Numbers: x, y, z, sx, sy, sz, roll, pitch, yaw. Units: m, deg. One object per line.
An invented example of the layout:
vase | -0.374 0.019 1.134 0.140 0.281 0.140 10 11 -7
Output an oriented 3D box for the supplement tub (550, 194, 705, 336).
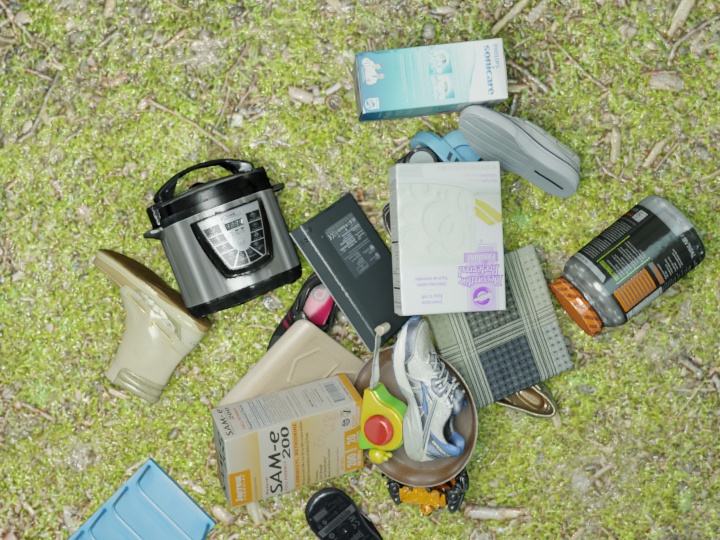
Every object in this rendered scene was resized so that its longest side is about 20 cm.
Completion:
supplement tub | 0.378 -0.004 1.382 0.200 0.123 0.123 -38 94 0

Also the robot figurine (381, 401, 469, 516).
robot figurine | 0.095 0.253 1.398 0.145 0.058 0.201 0 98 34

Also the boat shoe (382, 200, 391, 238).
boat shoe | 0.095 -0.015 1.392 0.074 0.060 0.200 -31 98 34

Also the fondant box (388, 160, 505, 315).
fondant box | 0.116 -0.044 1.297 0.144 0.058 0.201 -3 92 -10

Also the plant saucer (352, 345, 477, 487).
plant saucer | 0.077 0.199 1.347 0.200 0.032 0.201 5 100 31

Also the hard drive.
hard drive | 0.000 0.000 1.366 0.033 0.140 0.200 -31 94 38

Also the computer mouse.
computer mouse | -0.031 0.416 1.429 0.140 0.046 0.200 -44 105 -4

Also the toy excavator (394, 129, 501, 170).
toy excavator | 0.174 -0.154 1.388 0.194 0.100 0.200 44 82 -5

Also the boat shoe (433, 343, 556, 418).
boat shoe | 0.196 0.156 1.412 0.199 0.063 0.074 24 92 -3

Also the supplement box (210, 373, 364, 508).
supplement box | -0.098 0.234 1.332 0.199 0.074 0.126 -14 124 -19

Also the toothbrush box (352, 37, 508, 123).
toothbrush box | 0.093 -0.262 1.347 0.199 0.146 0.086 -7 94 -3

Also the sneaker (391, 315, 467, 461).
sneaker | 0.100 0.155 1.270 0.085 0.077 0.201 -1 106 32

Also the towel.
towel | 0.191 0.079 1.370 0.192 0.035 0.201 -21 97 -14

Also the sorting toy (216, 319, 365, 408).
sorting toy | -0.081 0.178 1.378 0.185 0.036 0.200 -46 128 4

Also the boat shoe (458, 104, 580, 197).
boat shoe | 0.221 -0.176 1.342 0.200 0.073 0.067 34 54 -19

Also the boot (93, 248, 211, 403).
boot | -0.330 0.078 1.386 0.200 0.073 0.156 37 100 6

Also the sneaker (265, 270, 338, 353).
sneaker | -0.085 0.086 1.388 0.076 0.084 0.201 21 92 -2

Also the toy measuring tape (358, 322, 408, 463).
toy measuring tape | 0.042 0.172 1.304 0.073 0.074 0.201 6 107 -2

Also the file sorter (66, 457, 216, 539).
file sorter | -0.331 0.398 1.376 0.200 0.123 0.139 -44 93 1

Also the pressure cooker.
pressure cooker | -0.191 -0.051 1.333 0.178 0.176 0.201 -19 93 25
